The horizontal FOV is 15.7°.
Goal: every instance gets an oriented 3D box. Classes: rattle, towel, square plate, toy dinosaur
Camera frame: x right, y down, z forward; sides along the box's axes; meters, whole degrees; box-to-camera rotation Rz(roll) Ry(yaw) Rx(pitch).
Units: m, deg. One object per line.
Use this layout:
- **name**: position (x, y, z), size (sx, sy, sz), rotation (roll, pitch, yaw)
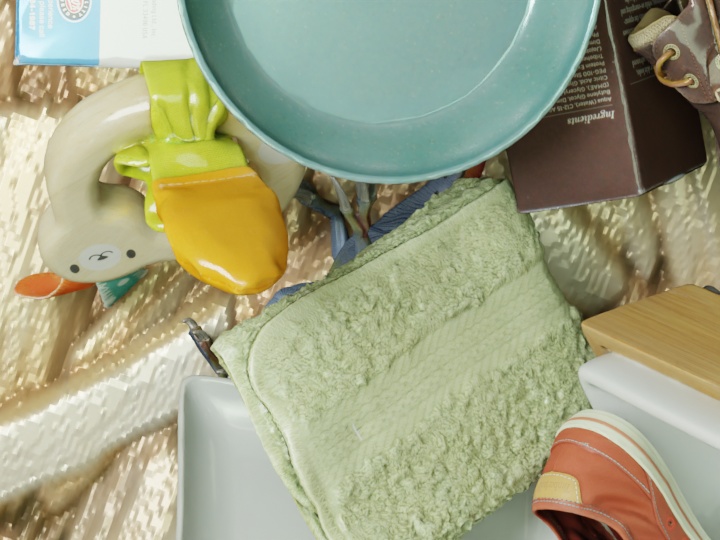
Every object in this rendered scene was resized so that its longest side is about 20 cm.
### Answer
- **rattle**: position (-0.097, 0.004, 1.240), size (0.200, 0.130, 0.143), rotation (-44, 61, 34)
- **towel**: position (0.034, 0.052, 1.243), size (0.200, 0.036, 0.149), rotation (-33, 95, -35)
- **square plate**: position (0.006, 0.151, 1.240), size (0.199, 0.028, 0.199), rotation (8, 57, -11)
- **toy dinosaur**: position (0.000, 0.000, 1.335), size (0.181, 0.105, 0.200), rotation (-35, 130, -7)

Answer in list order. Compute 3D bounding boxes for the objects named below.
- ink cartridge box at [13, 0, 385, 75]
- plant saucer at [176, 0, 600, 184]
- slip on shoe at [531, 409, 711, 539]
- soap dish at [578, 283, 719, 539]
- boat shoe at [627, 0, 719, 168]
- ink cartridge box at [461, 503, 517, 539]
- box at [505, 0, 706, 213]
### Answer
- **ink cartridge box**: position (-0.062, -0.162, 1.271), size (0.199, 0.125, 0.129), rotation (3, 96, -3)
- **plant saucer**: position (0.011, -0.141, 1.196), size (0.199, 0.036, 0.201), rotation (-1, 97, -11)
- **slip on shoe**: position (0.146, 0.158, 1.256), size (0.061, 0.074, 0.200), rotation (-49, 115, -29)
- **soap dish**: position (0.207, 0.096, 1.225), size (0.081, 0.200, 0.158), rotation (-43, 126, -17)
- **boat shoe**: position (0.162, -0.113, 1.241), size (0.072, 0.072, 0.201), rotation (-8, 99, -2)
- **ink cartridge box**: position (0.055, 0.233, 1.285), size (0.146, 0.086, 0.200), rotation (38, 57, -5)
- **box**: position (0.107, -0.137, 1.283), size (0.075, 0.100, 0.201), rotation (-10, 96, 28)
